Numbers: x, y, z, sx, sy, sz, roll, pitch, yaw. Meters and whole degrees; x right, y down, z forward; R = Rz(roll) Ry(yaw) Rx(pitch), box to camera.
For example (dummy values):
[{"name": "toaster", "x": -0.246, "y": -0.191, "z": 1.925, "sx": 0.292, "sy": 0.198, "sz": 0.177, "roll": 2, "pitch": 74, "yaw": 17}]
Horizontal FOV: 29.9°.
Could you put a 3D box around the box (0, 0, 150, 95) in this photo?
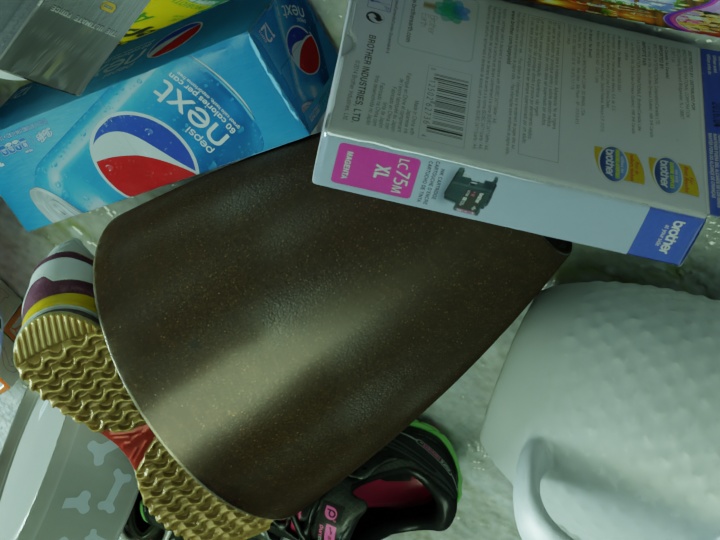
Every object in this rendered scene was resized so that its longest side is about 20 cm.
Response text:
[{"name": "box", "x": -0.134, "y": -0.195, "z": 0.552, "sx": 0.158, "sy": 0.048, "sz": 0.200, "roll": -51, "pitch": 60, "yaw": 17}]

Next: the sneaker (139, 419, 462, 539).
[{"name": "sneaker", "x": -0.033, "y": 0.130, "z": 0.814, "sx": 0.200, "sy": 0.084, "sz": 0.077, "roll": -4, "pitch": 117, "yaw": -10}]

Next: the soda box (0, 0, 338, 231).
[{"name": "soda box", "x": -0.111, "y": -0.086, "z": 0.723, "sx": 0.200, "sy": 0.068, "sz": 0.064, "roll": -16, "pitch": 119, "yaw": 31}]

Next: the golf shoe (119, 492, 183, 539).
[{"name": "golf shoe", "x": -0.140, "y": 0.167, "z": 0.926, "sx": 0.077, "sy": 0.088, "sz": 0.200, "roll": 9, "pitch": 131, "yaw": 12}]

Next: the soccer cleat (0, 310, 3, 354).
[{"name": "soccer cleat", "x": -0.244, "y": -0.006, "z": 0.794, "sx": 0.067, "sy": 0.076, "sz": 0.200, "roll": 0, "pitch": 108, "yaw": -16}]

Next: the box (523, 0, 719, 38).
[{"name": "box", "x": 0.090, "y": -0.134, "z": 0.531, "sx": 0.137, "sy": 0.200, "sz": 0.039, "roll": 13, "pitch": 94, "yaw": 12}]

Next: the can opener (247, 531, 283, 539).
[{"name": "can opener", "x": -0.071, "y": 0.127, "z": 0.897, "sx": 0.053, "sy": 0.067, "sz": 0.200, "roll": 13, "pitch": 117, "yaw": 10}]

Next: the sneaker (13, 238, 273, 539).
[{"name": "sneaker", "x": -0.107, "y": 0.067, "z": 0.739, "sx": 0.075, "sy": 0.090, "sz": 0.200, "roll": -24, "pitch": 125, "yaw": 15}]

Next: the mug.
[{"name": "mug", "x": 0.149, "y": 0.095, "z": 0.681, "sx": 0.175, "sy": 0.200, "sz": 0.148, "roll": 22, "pitch": 127, "yaw": 13}]

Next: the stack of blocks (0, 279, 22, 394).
[{"name": "stack of blocks", "x": -0.318, "y": 0.010, "z": 0.887, "sx": 0.115, "sy": 0.059, "sz": 0.200, "roll": -29, "pitch": 112, "yaw": 36}]

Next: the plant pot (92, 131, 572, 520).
[{"name": "plant pot", "x": 0.000, "y": 0.000, "z": 0.695, "sx": 0.200, "sy": 0.187, "sz": 0.187, "roll": -32, "pitch": 112, "yaw": 20}]

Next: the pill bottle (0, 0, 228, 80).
[{"name": "pill bottle", "x": -0.147, "y": -0.157, "z": 0.651, "sx": 0.200, "sy": 0.113, "sz": 0.113, "roll": -15, "pitch": 120, "yaw": 30}]

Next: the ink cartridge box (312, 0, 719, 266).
[{"name": "ink cartridge box", "x": 0.085, "y": -0.068, "z": 0.610, "sx": 0.200, "sy": 0.119, "sz": 0.042, "roll": 11, "pitch": 138, "yaw": -1}]

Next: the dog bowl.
[{"name": "dog bowl", "x": -0.179, "y": 0.115, "z": 0.834, "sx": 0.059, "sy": 0.200, "sz": 0.200, "roll": 23, "pitch": 134, "yaw": -19}]
